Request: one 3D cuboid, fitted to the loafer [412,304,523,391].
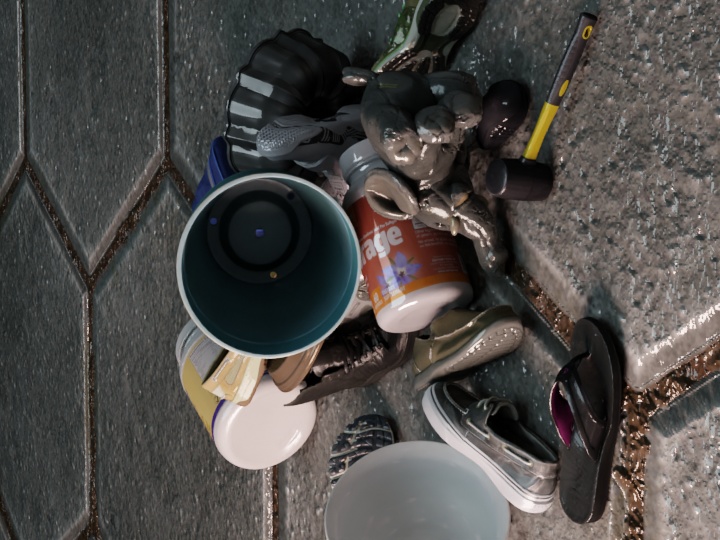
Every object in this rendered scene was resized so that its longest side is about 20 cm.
[{"bbox_3d":[0.104,0.072,1.657,0.200,0.074,0.070,-38,63,57],"label":"loafer"}]

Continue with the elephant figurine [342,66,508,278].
[{"bbox_3d":[0.069,-0.101,1.618,0.156,0.140,0.201,-99,-1,-47],"label":"elephant figurine"}]

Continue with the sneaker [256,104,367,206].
[{"bbox_3d":[-0.037,-0.121,1.789,0.075,0.199,0.116,19,115,42],"label":"sneaker"}]

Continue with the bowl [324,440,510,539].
[{"bbox_3d":[0.063,0.288,1.663,0.091,0.199,0.202,82,162,-45],"label":"bowl"}]

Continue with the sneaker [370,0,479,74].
[{"bbox_3d":[0.067,-0.271,1.722,0.200,0.076,0.089,-49,37,45],"label":"sneaker"}]

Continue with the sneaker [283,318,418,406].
[{"bbox_3d":[-0.015,0.104,1.849,0.200,0.103,0.061,-48,51,52],"label":"sneaker"}]

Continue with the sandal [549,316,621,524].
[{"bbox_3d":[0.211,0.147,1.490,0.075,0.047,0.203,18,108,60],"label":"sandal"}]

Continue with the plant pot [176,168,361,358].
[{"bbox_3d":[-0.109,-0.026,1.738,0.188,0.197,0.203,-120,34,-74],"label":"plant pot"}]

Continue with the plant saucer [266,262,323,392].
[{"bbox_3d":[-0.070,0.047,1.869,0.200,0.029,0.202,-159,89,-75],"label":"plant saucer"}]

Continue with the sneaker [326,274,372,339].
[{"bbox_3d":[0.000,0.000,1.849,0.200,0.077,0.100,-44,40,46],"label":"sneaker"}]

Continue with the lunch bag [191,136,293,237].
[{"bbox_3d":[-0.131,-0.088,2.020,0.133,0.134,0.201,-64,38,41],"label":"lunch bag"}]

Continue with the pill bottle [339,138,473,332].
[{"bbox_3d":[0.044,-0.043,1.709,0.112,0.111,0.202,-45,58,53],"label":"pill bottle"}]

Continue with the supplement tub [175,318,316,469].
[{"bbox_3d":[-0.158,0.151,2.078,0.200,0.144,0.147,51,135,48],"label":"supplement tub"}]

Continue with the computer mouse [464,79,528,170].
[{"bbox_3d":[0.117,-0.144,1.659,0.200,0.034,0.059,-44,55,55],"label":"computer mouse"}]

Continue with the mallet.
[{"bbox_3d":[0.192,-0.156,1.525,0.041,0.065,0.201,50,120,46],"label":"mallet"}]

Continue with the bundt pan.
[{"bbox_3d":[-0.068,-0.182,1.853,0.075,0.201,0.205,20,111,36],"label":"bundt pan"}]

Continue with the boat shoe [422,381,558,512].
[{"bbox_3d":[0.142,0.165,1.613,0.200,0.072,0.072,41,122,40],"label":"boat shoe"}]

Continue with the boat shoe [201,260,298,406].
[{"bbox_3d":[-0.134,0.062,1.874,0.072,0.075,0.202,-146,78,-76],"label":"boat shoe"}]

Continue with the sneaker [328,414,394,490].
[{"bbox_3d":[0.005,0.274,1.855,0.086,0.077,0.203,53,-139,-64],"label":"sneaker"}]
